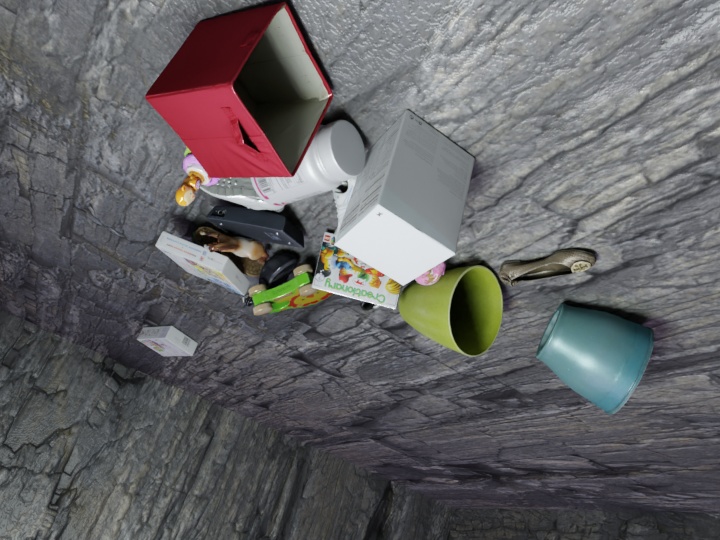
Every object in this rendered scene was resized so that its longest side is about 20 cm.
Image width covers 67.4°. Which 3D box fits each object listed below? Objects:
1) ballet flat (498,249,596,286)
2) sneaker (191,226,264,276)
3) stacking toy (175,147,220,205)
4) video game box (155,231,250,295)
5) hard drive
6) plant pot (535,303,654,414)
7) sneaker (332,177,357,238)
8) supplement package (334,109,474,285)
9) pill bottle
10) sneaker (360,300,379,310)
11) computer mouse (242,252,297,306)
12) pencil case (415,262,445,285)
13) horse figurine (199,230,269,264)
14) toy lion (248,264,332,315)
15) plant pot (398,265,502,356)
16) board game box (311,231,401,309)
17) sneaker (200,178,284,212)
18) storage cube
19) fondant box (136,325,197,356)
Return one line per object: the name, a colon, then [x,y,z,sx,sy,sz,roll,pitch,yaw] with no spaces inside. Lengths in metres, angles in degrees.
ballet flat: [0.370,0.000,1.084,0.197,0.047,0.067,-9,141,38]
sneaker: [-0.343,-0.047,1.382,0.198,0.068,0.089,32,160,-29]
stacking toy: [-0.276,-0.196,0.960,0.107,0.203,0.117,15,149,4]
video game box: [-0.379,-0.013,1.327,0.179,0.048,0.200,24,165,11]
hard drive: [-0.231,-0.099,1.212,0.196,0.043,0.135,11,168,20]
plant pot: [0.493,0.172,1.171,0.185,0.202,0.202,27,152,14]
sneaker: [-0.023,-0.134,1.072,0.086,0.076,0.201,32,143,-4]
supplement package: [0.075,-0.117,0.902,0.150,0.203,0.150,29,148,-18]
pill bottle: [-0.095,-0.190,0.961,0.197,0.115,0.113,-9,141,38]
sneaker: [0.000,0.040,1.277,0.197,0.117,0.075,-10,140,38]
computer mouse: [-0.225,0.009,1.371,0.053,0.137,0.200,53,141,8]
pencil case: [0.097,-0.051,1.116,0.200,0.083,0.087,42,-176,-35]
horse figurine: [-0.289,-0.055,1.276,0.197,0.051,0.131,16,179,-41]
toy lion: [-0.158,0.059,1.359,0.196,0.070,0.192,-22,163,6]
plant pot: [0.185,0.080,1.212,0.187,0.190,0.198,40,158,-34]
board game box: [0.000,0.000,1.205,0.195,0.129,0.035,13,178,7]
sneaker: [-0.253,-0.166,1.132,0.195,0.078,0.081,16,159,7]
storage cube: [-0.176,-0.261,0.814,0.176,0.203,0.172,5,149,31]
fondant box: [-0.758,0.279,2.122,0.197,0.059,0.144,-8,141,35]
